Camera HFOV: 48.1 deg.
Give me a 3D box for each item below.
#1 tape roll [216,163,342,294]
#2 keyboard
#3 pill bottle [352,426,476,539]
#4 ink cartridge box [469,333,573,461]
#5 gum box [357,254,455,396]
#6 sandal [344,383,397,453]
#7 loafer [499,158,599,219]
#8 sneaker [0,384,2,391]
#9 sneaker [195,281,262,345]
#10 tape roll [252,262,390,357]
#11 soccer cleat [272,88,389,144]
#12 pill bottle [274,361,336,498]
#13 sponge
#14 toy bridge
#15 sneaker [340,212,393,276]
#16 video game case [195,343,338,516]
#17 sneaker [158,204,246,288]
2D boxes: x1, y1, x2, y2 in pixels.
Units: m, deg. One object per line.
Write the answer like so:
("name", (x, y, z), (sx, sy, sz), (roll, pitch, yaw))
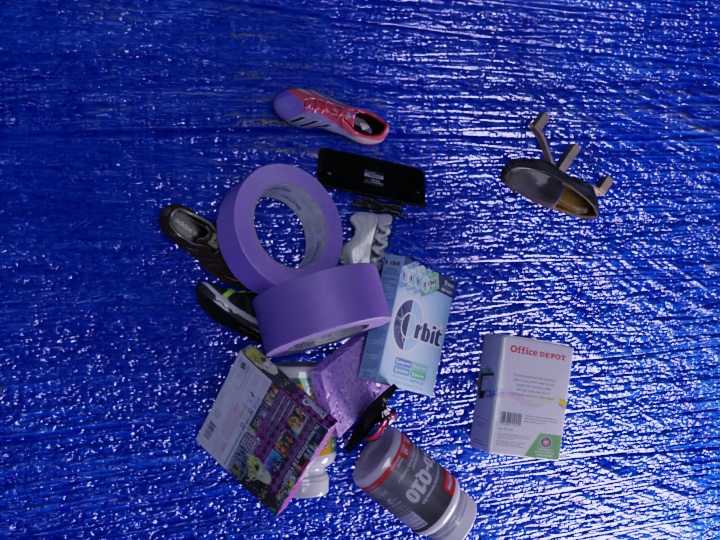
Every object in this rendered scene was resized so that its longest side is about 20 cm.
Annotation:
("tape roll", (-0.125, -0.062, 1.274), (0.197, 0.065, 0.205), (11, 71, -34))
("keyboard", (0.017, -0.141, 1.382), (0.196, 0.040, 0.106), (10, 63, -16))
("pill bottle", (0.094, 0.365, 1.345), (0.199, 0.114, 0.115), (40, 78, -13))
("ink cartridge box", (0.283, 0.221, 1.423), (0.142, 0.084, 0.205), (10, 86, -17))
("gum box", (0.081, 0.094, 1.336), (0.169, 0.044, 0.204), (22, 79, -50))
("sandal", (0.026, 0.245, 1.290), (0.045, 0.201, 0.075), (43, 53, 16))
("loafer", (0.345, -0.146, 1.446), (0.196, 0.073, 0.074), (13, 120, -15))
("sneaker", (-0.609, 0.218, 1.150), (0.200, 0.070, 0.082), (-44, 104, -15))
("sneaker", (-0.172, 0.061, 1.303), (0.198, 0.071, 0.084), (33, 63, -18))
("tape roll", (-0.058, 0.061, 1.208), (0.196, 0.200, 0.087), (-13, 79, -17))
("soccer cleat", (-0.046, -0.258, 1.335), (0.196, 0.076, 0.068), (16, 84, -17))
("pill bottle", (-0.093, 0.252, 1.290), (0.110, 0.113, 0.205), (0, 88, -17))
("sponge", (-0.004, 0.168, 1.299), (0.199, 0.029, 0.114), (-34, 115, -49))
("toy bridge", (0.381, -0.205, 1.493), (0.199, 0.027, 0.068), (40, 79, -14))
("sneaker", (0.000, 0.000, 1.354), (0.079, 0.075, 0.204), (12, 87, 3))
("video game case", (-0.146, 0.243, 1.219), (0.180, 0.036, 0.202), (38, 120, 15))
("sneaker", (-0.231, -0.034, 1.272), (0.198, 0.075, 0.071), (32, 80, -14))
